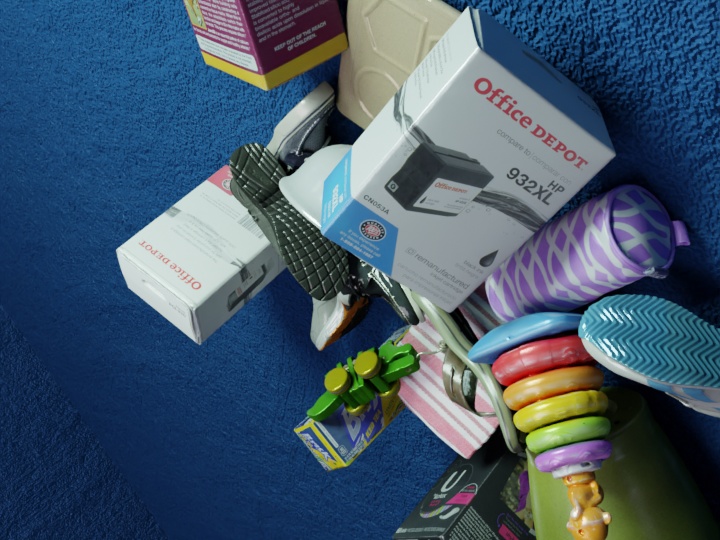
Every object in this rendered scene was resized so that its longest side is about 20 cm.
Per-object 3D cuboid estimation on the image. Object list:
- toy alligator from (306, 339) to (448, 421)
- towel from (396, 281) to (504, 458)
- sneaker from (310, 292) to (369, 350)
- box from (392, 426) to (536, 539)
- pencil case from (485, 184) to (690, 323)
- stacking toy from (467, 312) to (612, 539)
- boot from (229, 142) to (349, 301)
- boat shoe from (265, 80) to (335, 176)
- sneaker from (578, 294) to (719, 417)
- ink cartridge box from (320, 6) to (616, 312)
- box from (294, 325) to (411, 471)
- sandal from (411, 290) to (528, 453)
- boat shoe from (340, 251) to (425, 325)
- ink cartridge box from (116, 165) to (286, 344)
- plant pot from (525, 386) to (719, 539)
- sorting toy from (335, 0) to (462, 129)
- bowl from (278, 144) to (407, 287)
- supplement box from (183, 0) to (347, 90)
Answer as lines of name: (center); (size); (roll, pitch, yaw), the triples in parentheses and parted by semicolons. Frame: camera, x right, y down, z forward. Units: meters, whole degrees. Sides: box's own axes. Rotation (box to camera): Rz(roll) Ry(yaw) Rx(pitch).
toy alligator: (0.024, 0.106, 0.951); (0.059, 0.199, 0.055); (50, -164, -41)
towel: (0.121, 0.097, 0.938); (0.146, 0.030, 0.201); (42, 119, 15)
sneaker: (-0.036, 0.023, 1.098); (0.092, 0.075, 0.201); (46, 142, 17)
box: (0.154, 0.282, 1.009); (0.106, 0.200, 0.122); (50, 149, -5)
pencil case: (0.195, -0.008, 0.762); (0.200, 0.085, 0.085); (-33, 61, 59)
stacking toy: (0.185, 0.144, 0.757); (0.116, 0.109, 0.202); (-29, 64, 38)
boot: (-0.082, -0.048, 0.971); (0.201, 0.067, 0.131); (56, 168, 6)
boat shoe: (-0.049, -0.131, 0.941); (0.093, 0.075, 0.200); (46, 159, -4)
sneaker: (0.276, 0.082, 0.708); (0.198, 0.077, 0.081); (18, 152, 4)
ink cartridge box: (0.081, -0.083, 0.688); (0.144, 0.084, 0.200); (31, 122, -20)
box: (0.016, 0.152, 1.037); (0.070, 0.200, 0.064); (50, 150, -2)
sandal: (0.106, 0.101, 0.864); (0.202, 0.057, 0.080); (56, -167, 26)
boat shoe: (-0.001, -0.001, 0.960); (0.200, 0.066, 0.075); (53, 175, 28)
ink cartridge box: (-0.192, -0.024, 1.104); (0.145, 0.200, 0.085); (34, 146, 22)
plant pot: (0.255, 0.233, 0.862); (0.199, 0.199, 0.195); (-8, 108, 54)
sorting toy: (0.058, -0.177, 0.790); (0.200, 0.036, 0.186); (41, 148, 20)
bowl: (0.022, -0.070, 0.855); (0.200, 0.091, 0.201); (33, -168, -8)
supplement box: (-0.106, -0.289, 0.782); (0.131, 0.103, 0.202); (34, 149, 45)
